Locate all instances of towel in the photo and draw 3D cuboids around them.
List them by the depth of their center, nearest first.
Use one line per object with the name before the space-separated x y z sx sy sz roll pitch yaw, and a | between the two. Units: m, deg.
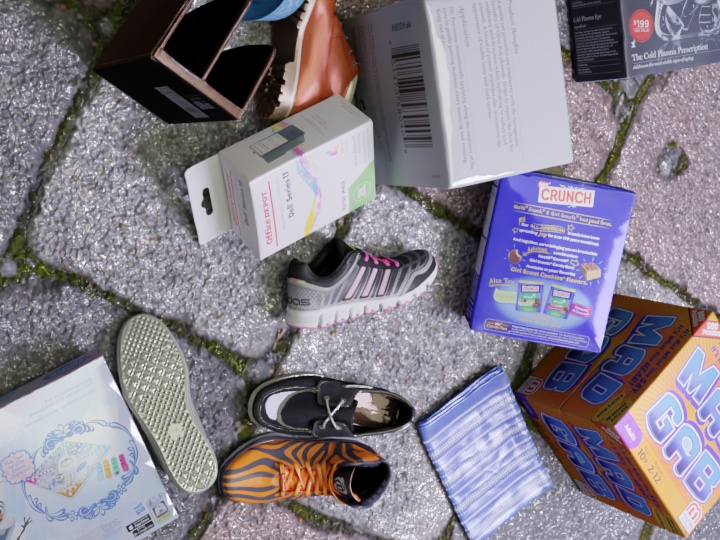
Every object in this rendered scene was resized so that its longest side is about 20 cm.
towel | 0.164 0.239 1.373 0.144 0.024 0.201 -33 110 -21

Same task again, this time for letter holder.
letter holder | -0.159 -0.230 1.038 0.100 0.200 0.143 34 79 -27

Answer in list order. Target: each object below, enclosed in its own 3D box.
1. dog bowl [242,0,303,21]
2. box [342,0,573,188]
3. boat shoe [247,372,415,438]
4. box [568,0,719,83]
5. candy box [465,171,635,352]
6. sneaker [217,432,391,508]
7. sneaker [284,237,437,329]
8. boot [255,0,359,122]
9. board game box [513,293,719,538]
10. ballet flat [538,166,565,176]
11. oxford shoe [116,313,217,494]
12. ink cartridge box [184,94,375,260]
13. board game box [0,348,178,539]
dog bowl | -0.096 -0.357 1.114 0.049 0.111 0.202 2 95 -61
box | 0.106 -0.204 1.187 0.170 0.200 0.201 -14 102 -24
boat shoe | -0.032 0.158 1.231 0.199 0.068 0.072 7 88 -26
box | 0.374 -0.348 1.371 0.199 0.104 0.184 -14 101 -27
candy box | 0.229 -0.016 1.302 0.168 0.077 0.202 11 101 -4
sneaker | -0.055 0.228 1.201 0.199 0.112 0.078 -7 99 -28
sneaker | 0.000 0.000 1.224 0.199 0.074 0.088 -17 110 -21
boot | -0.044 -0.257 1.177 0.107 0.075 0.202 9 100 -32
board game box | 0.365 0.178 1.375 0.200 0.199 0.200 -44 113 -17
ballet flat | 0.258 -0.064 1.365 0.067 0.062 0.201 -24 106 -24
oxford shoe | -0.211 0.144 1.141 0.075 0.058 0.201 -22 92 -17
ink cartridge box | -0.082 -0.092 1.146 0.199 0.067 0.118 -30 142 -22
board game box | -0.317 0.215 1.090 0.199 0.043 0.200 -27 109 -19
